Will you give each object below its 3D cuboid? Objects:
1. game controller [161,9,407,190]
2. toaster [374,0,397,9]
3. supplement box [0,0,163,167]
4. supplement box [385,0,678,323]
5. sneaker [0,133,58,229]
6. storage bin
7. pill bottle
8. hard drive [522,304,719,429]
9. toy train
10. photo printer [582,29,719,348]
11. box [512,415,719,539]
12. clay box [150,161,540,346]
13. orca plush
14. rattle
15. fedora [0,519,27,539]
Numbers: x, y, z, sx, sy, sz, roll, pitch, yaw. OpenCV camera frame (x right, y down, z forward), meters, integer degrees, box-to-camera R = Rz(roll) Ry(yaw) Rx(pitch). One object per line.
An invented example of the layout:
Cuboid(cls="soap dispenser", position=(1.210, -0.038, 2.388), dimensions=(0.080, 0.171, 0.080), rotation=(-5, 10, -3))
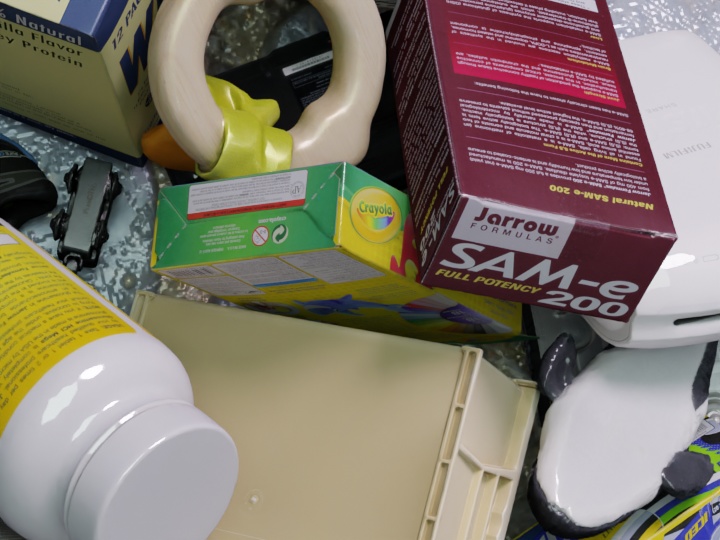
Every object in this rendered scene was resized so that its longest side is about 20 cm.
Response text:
Cuboid(cls="game controller", position=(-0.016, -0.086, 1.066), dimensions=(0.199, 0.042, 0.105), rotation=(-21, 66, -11))
Cuboid(cls="toaster", position=(0.039, -0.212, 0.982), dimensions=(0.199, 0.129, 0.114), rotation=(-1, 55, -3))
Cuboid(cls="supplement box", position=(-0.187, -0.175, 0.967), dimensions=(0.199, 0.200, 0.135), rotation=(21, 76, 6))
Cuboid(cls="supplement box", position=(0.078, -0.071, 0.911), dimensions=(0.108, 0.061, 0.200), rotation=(11, 40, -14))
Cuboid(cls="sneaker", position=(-0.234, 0.014, 0.997), dimensions=(0.083, 0.071, 0.200), rotation=(30, 73, 7))
Cuboid(cls="storage bin", position=(-0.036, 0.125, 0.942), dimensions=(0.199, 0.094, 0.199), rotation=(9, 76, 24))
Cuboid(cls="pill bottle", position=(-0.154, 0.061, 0.896), dimensions=(0.200, 0.113, 0.112), rotation=(34, 74, 35))
Cuboid(cls="hard drive", position=(0.192, 0.024, 1.060), dimensions=(0.199, 0.038, 0.140), rotation=(-8, 79, -7))
Cuboid(cls="toy train", position=(-0.169, 0.035, 1.014), dimensions=(0.034, 0.046, 0.201), rotation=(15, 75, -4))
Cuboid(cls="photo printer", position=(0.163, -0.042, 0.997), dimensions=(0.166, 0.070, 0.200), rotation=(-15, 45, -21))
Cuboid(cls="box", position=(0.131, 0.164, 0.994), dimensions=(0.200, 0.064, 0.070), rotation=(-33, 122, -11))
Cuboid(cls="clay box", position=(0.000, 0.000, 0.953), dimensions=(0.115, 0.200, 0.048), rotation=(-6, 73, 33))
Cuboid(cls="orca plush", position=(0.134, 0.069, 0.991), dimensions=(0.105, 0.071, 0.200), rotation=(25, 55, -9))
Cuboid(cls="rattle", position=(-0.062, -0.147, 0.948), dimensions=(0.130, 0.143, 0.201), rotation=(-12, 104, -7))
Cuboid(cls="fedora", position=(-0.220, 0.161, 0.924), dimensions=(0.090, 0.200, 0.177), rotation=(-9, 88, -48))
